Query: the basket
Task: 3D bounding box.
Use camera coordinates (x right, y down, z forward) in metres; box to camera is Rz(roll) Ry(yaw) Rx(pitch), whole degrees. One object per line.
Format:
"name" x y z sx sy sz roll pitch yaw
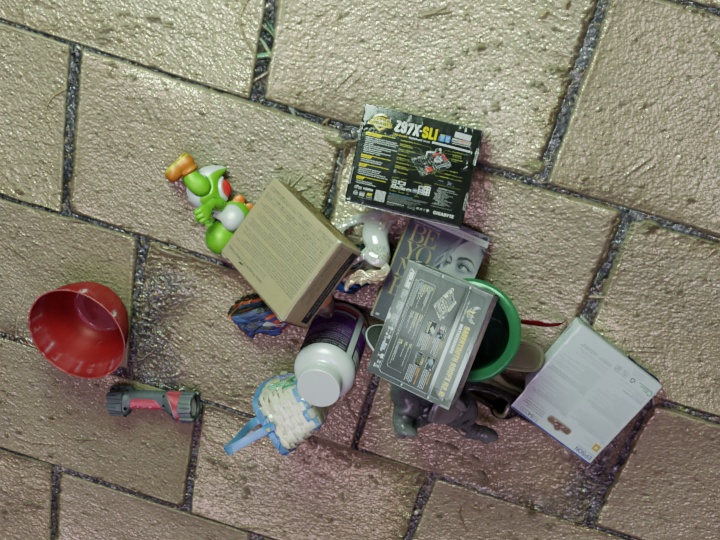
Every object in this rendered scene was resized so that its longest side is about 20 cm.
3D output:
"basket" -0.160 0.282 1.624 0.199 0.176 0.140 -34 93 12

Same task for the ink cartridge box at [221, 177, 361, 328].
"ink cartridge box" -0.119 -0.030 1.405 0.166 0.075 0.200 -52 56 10

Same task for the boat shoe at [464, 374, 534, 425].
"boat shoe" 0.265 0.244 1.545 0.198 0.065 0.073 32 144 -16

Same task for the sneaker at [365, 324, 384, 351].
"sneaker" 0.092 0.144 1.476 0.199 0.071 0.099 33 164 17

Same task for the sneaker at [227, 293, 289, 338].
"sneaker" -0.150 0.080 1.571 0.197 0.076 0.079 -9 126 26

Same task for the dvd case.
"dvd case" 0.120 0.010 1.430 0.147 0.016 0.203 21 94 -12

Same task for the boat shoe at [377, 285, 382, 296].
"boat shoe" 0.114 0.084 1.509 0.201 0.060 0.073 34 88 -26

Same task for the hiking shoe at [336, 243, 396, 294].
"hiking shoe" 0.000 0.000 1.493 0.197 0.075 0.088 6 128 21

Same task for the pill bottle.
"pill bottle" -0.054 0.152 1.505 0.110 0.201 0.114 5 120 10

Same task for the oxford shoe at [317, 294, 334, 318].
"oxford shoe" -0.121 0.022 1.494 0.199 0.071 0.073 39 160 34

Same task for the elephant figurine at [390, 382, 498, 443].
"elephant figurine" 0.158 0.244 1.565 0.196 0.144 0.155 -3 159 6

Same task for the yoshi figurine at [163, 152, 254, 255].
"yoshi figurine" -0.270 -0.104 1.476 0.111 0.113 0.200 -28 113 42

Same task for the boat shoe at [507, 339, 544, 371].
"boat shoe" 0.224 0.140 1.496 0.197 0.068 0.076 17 86 -5

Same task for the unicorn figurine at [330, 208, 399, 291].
"unicorn figurine" 0.017 -0.069 1.425 0.135 0.074 0.204 -9 82 16

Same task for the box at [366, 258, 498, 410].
"box" 0.117 0.103 1.373 0.157 0.048 0.203 22 95 20

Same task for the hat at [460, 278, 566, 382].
"hat" 0.221 0.108 1.454 0.198 0.176 0.168 29 97 22

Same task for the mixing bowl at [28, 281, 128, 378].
"mixing bowl" -0.532 0.098 1.637 0.197 0.109 0.203 6 120 9

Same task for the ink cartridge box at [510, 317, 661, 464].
"ink cartridge box" 0.403 0.218 1.509 0.195 0.043 0.201 36 107 -9

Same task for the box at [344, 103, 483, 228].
"box" 0.085 -0.167 1.352 0.197 0.049 0.162 13 93 5

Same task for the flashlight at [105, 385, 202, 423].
"flashlight" -0.432 0.282 1.741 0.196 0.068 0.069 -2 121 12
